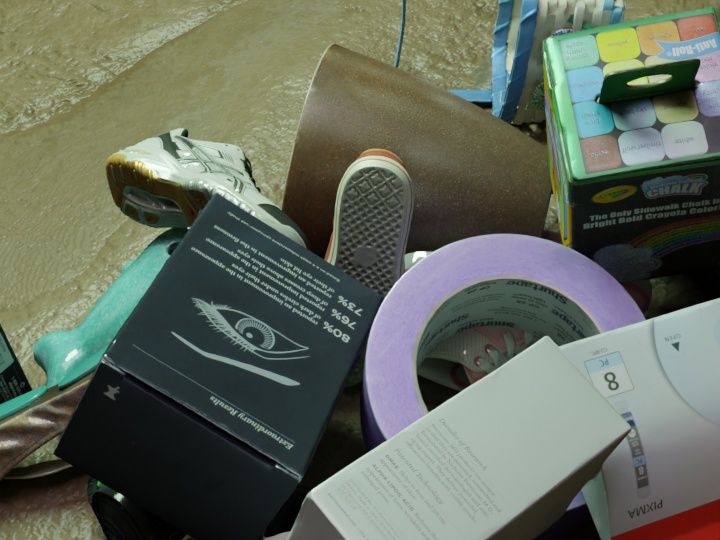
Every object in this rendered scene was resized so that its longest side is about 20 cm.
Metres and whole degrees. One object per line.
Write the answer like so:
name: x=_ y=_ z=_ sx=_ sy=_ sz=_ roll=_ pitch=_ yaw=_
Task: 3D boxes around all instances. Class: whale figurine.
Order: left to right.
whale figurine: x=-0.166 y=0.033 z=1.146 sx=0.199 sy=0.104 sz=0.159 roll=-21 pitch=43 yaw=-8

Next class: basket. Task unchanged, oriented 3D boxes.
basket: x=0.131 y=-0.221 z=1.299 sx=0.198 sy=0.177 sz=0.140 roll=5 pitch=47 yaw=2

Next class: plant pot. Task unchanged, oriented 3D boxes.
plant pot: x=0.053 y=-0.068 z=1.172 sx=0.198 sy=0.188 sz=0.188 roll=14 pitch=46 yaw=6

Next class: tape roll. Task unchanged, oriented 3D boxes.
tape roll: x=0.100 y=0.083 z=0.992 sx=0.198 sy=0.085 sz=0.202 roll=1 pitch=65 yaw=-1

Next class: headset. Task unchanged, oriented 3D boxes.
headset: x=-0.123 y=0.174 z=1.028 sx=0.123 sy=0.095 sz=0.200 roll=-23 pitch=28 yaw=-6

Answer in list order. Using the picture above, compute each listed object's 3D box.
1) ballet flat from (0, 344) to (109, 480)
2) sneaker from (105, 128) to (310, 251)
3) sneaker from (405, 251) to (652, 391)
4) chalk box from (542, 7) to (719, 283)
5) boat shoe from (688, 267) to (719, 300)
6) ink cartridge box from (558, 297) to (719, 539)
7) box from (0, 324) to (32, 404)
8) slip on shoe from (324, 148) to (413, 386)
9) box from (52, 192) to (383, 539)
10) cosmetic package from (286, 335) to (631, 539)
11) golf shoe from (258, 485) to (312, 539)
ballet flat: x=-0.213 y=0.107 z=1.084 sx=0.199 sy=0.068 sz=0.068 roll=-28 pitch=11 yaw=13
sneaker: x=-0.103 y=-0.061 z=1.105 sx=0.199 sy=0.076 sz=0.087 roll=29 pitch=47 yaw=31
sneaker: x=0.120 y=0.047 z=1.097 sx=0.198 sy=0.076 sz=0.105 roll=4 pitch=61 yaw=2
chalk box: x=0.196 y=-0.094 z=1.009 sx=0.124 sy=0.200 sz=0.125 roll=-8 pitch=60 yaw=3
boat shoe: x=0.304 y=0.015 z=1.082 sx=0.066 sy=0.074 sz=0.201 roll=-21 pitch=43 yaw=-3
ink cartridge box: x=0.219 y=0.125 z=0.914 sx=0.159 sy=0.047 sz=0.201 roll=-14 pitch=72 yaw=-20
box: x=-0.369 y=0.057 z=1.153 sx=0.199 sy=0.123 sz=0.106 roll=28 pitch=56 yaw=35
slip on shoe: x=0.000 y=0.000 z=1.087 sx=0.073 sy=0.201 sz=0.061 roll=13 pitch=28 yaw=1
box: x=-0.090 y=0.068 z=0.977 sx=0.147 sy=0.105 sz=0.200 roll=32 pitch=39 yaw=-3
cosmetic package: x=0.051 y=0.134 z=0.829 sx=0.199 sy=0.113 sz=0.081 roll=-30 pitch=68 yaw=-38
golf shoe: x=-0.042 y=0.201 z=0.888 sx=0.072 sy=0.093 sz=0.200 roll=5 pitch=12 yaw=-9
